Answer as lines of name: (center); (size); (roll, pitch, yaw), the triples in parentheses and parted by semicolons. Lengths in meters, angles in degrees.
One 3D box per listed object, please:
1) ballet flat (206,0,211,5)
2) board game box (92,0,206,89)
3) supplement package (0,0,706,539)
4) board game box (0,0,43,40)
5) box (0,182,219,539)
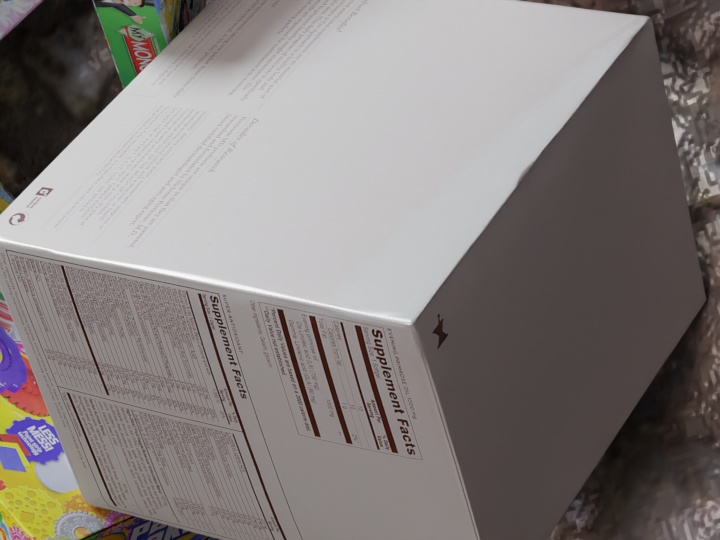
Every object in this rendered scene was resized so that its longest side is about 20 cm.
ballet flat: (-0.064, -0.108, 1.187); (0.199, 0.057, 0.067); (34, 105, 29)
board game box: (-0.082, -0.183, 1.120); (0.029, 0.135, 0.202); (4, 70, 5)
supplement package: (0.000, 0.000, 1.038); (0.199, 0.191, 0.148); (11, 135, 33)
board game box: (-0.247, -0.061, 1.208); (0.041, 0.200, 0.200); (49, 135, -10)
box: (-0.175, 0.101, 1.189); (0.200, 0.122, 0.193); (45, 133, 25)
